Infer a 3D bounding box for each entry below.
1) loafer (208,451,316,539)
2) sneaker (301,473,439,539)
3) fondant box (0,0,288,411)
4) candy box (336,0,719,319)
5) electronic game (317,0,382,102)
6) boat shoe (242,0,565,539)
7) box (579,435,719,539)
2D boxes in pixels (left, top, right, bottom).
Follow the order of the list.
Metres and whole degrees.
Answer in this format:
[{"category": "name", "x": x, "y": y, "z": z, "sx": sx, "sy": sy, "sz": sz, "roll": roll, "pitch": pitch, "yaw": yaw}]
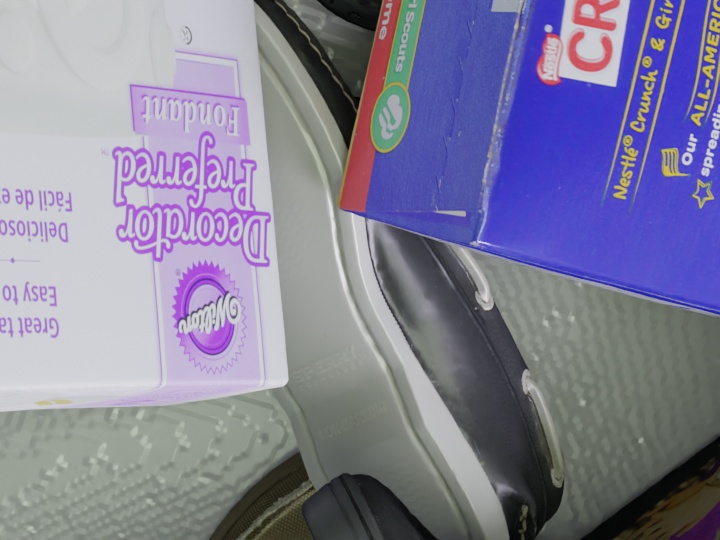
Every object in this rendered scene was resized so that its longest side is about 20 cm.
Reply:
[{"category": "loafer", "x": -0.037, "y": 0.133, "z": 0.788, "sx": 0.076, "sy": 0.067, "sz": 0.200, "roll": 41, "pitch": 93, "yaw": -15}, {"category": "sneaker", "x": 0.080, "y": 0.107, "z": 0.702, "sx": 0.104, "sy": 0.060, "sz": 0.200, "roll": -39, "pitch": 109, "yaw": 2}, {"category": "fondant box", "x": -0.091, "y": -0.065, "z": 0.646, "sx": 0.144, "sy": 0.058, "sz": 0.200, "roll": 2, "pitch": 82, "yaw": -52}, {"category": "candy box", "x": 0.107, "y": -0.072, "z": 0.717, "sx": 0.200, "sy": 0.077, "sz": 0.169, "roll": 14, "pitch": 89, "yaw": -35}, {"category": "electronic game", "x": 0.014, "y": -0.110, "z": 0.756, "sx": 0.200, "sy": 0.042, "sz": 0.200, "roll": -2, "pitch": 104, "yaw": -9}, {"category": "boat shoe", "x": 0.000, "y": 0.000, "z": 0.739, "sx": 0.074, "sy": 0.060, "sz": 0.200, "roll": -24, "pitch": 98, "yaw": 42}, {"category": "box", "x": 0.154, "y": 0.114, "z": 0.797, "sx": 0.200, "sy": 0.106, "sz": 0.122, "roll": -37, "pitch": 105, "yaw": 1}]
